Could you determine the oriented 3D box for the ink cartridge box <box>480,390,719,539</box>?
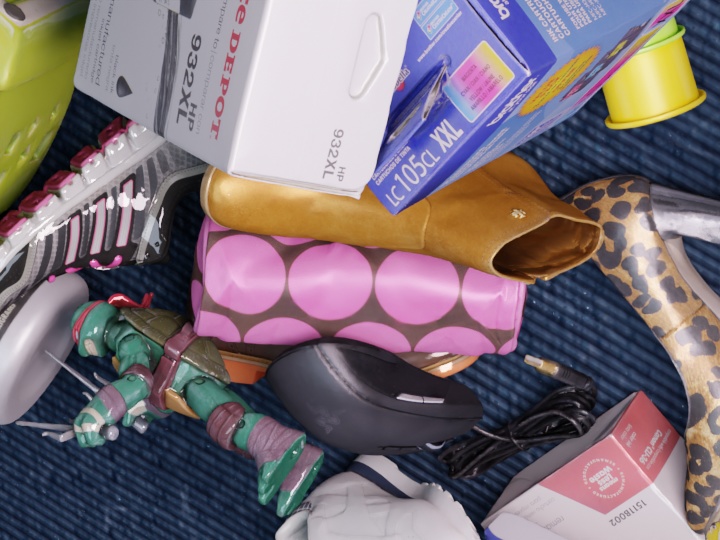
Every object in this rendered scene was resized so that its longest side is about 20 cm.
[{"bbox_3d":[0.186,0.189,1.486,0.116,0.068,0.200,-39,94,32],"label":"ink cartridge box"}]

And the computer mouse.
[{"bbox_3d":[0.049,0.083,1.440,0.140,0.046,0.200,-27,142,35],"label":"computer mouse"}]

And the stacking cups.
[{"bbox_3d":[0.139,-0.183,1.355,0.060,0.061,0.200,-12,102,27],"label":"stacking cups"}]

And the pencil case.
[{"bbox_3d":[0.000,0.000,1.448,0.200,0.094,0.091,6,118,1],"label":"pencil case"}]

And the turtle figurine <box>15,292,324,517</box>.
[{"bbox_3d":[-0.121,0.076,1.477,0.200,0.150,0.101,29,100,16],"label":"turtle figurine"}]

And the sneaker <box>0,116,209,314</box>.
[{"bbox_3d":[-0.162,-0.023,1.505,0.200,0.074,0.087,-42,104,-6],"label":"sneaker"}]

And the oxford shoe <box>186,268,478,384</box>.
[{"bbox_3d":[-0.023,0.033,1.507,0.200,0.071,0.073,3,109,23],"label":"oxford shoe"}]

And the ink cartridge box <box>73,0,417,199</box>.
[{"bbox_3d":[-0.062,-0.136,1.254,0.200,0.084,0.145,30,109,56],"label":"ink cartridge box"}]

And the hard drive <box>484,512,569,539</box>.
[{"bbox_3d":[0.147,0.245,1.465,0.132,0.025,0.200,23,142,37],"label":"hard drive"}]

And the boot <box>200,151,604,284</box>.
[{"bbox_3d":[0.027,-0.035,1.359,0.144,0.201,0.071,37,126,47],"label":"boot"}]

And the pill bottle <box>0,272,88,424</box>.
[{"bbox_3d":[-0.288,0.006,1.584,0.200,0.112,0.113,30,121,8],"label":"pill bottle"}]

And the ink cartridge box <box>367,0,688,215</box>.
[{"bbox_3d":[0.069,-0.112,1.264,0.076,0.200,0.136,53,136,9],"label":"ink cartridge box"}]

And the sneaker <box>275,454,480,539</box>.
[{"bbox_3d":[0.019,0.173,1.485,0.200,0.080,0.076,14,129,65],"label":"sneaker"}]

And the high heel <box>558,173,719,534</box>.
[{"bbox_3d":[0.170,0.047,1.421,0.142,0.071,0.200,13,100,11],"label":"high heel"}]

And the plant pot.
[{"bbox_3d":[-0.274,-0.142,1.471,0.200,0.199,0.182,41,115,2],"label":"plant pot"}]
